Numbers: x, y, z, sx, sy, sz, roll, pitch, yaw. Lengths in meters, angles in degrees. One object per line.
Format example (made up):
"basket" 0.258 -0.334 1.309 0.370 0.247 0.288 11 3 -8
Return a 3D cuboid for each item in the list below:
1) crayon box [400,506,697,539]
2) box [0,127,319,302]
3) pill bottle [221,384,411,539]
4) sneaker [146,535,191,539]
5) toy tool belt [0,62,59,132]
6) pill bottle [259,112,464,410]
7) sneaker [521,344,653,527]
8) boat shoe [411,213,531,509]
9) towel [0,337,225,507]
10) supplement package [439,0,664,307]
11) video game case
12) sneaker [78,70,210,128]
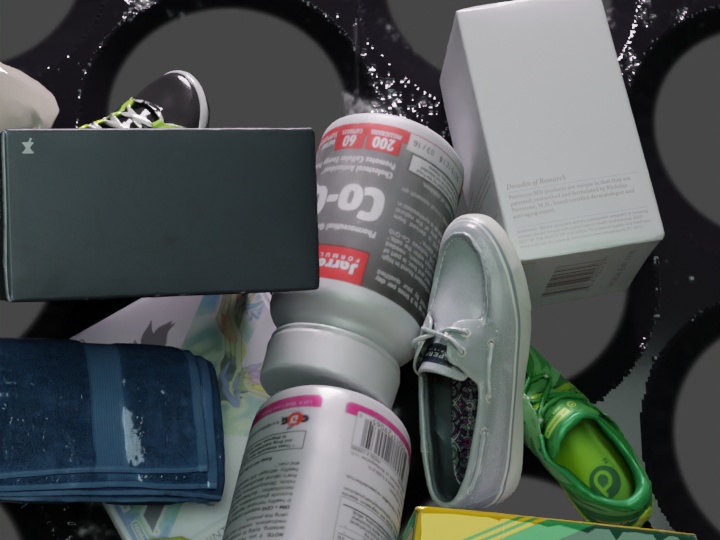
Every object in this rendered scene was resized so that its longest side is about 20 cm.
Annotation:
"crayon box" 0.107 0.204 0.925 0.170 0.200 0.059 5 70 -1
"box" -0.147 -0.035 0.950 0.197 0.182 0.106 -2 90 -19
"pill bottle" -0.034 0.185 0.918 0.112 0.114 0.202 12 49 1
"sneaker" -0.092 0.273 0.953 0.103 0.076 0.203 -10 83 -15
"toy tool belt" -0.317 -0.086 1.038 0.123 0.124 0.202 40 58 -30
"pill bottle" 0.000 0.000 1.029 0.112 0.114 0.202 15 64 2
"sneaker" 0.136 0.101 1.025 0.200 0.084 0.074 42 74 12
"boat shoe" 0.071 0.064 0.977 0.069 0.071 0.204 -1 92 40
"towel" -0.187 0.100 0.964 0.197 0.048 0.113 5 67 -29
"supplement package" 0.138 -0.088 1.076 0.115 0.117 0.203 -9 72 -6
"video game case" -0.116 0.107 1.042 0.181 0.022 0.201 -29 74 -13
"sneaker" -0.187 -0.080 1.065 0.071 0.083 0.201 27 70 26
